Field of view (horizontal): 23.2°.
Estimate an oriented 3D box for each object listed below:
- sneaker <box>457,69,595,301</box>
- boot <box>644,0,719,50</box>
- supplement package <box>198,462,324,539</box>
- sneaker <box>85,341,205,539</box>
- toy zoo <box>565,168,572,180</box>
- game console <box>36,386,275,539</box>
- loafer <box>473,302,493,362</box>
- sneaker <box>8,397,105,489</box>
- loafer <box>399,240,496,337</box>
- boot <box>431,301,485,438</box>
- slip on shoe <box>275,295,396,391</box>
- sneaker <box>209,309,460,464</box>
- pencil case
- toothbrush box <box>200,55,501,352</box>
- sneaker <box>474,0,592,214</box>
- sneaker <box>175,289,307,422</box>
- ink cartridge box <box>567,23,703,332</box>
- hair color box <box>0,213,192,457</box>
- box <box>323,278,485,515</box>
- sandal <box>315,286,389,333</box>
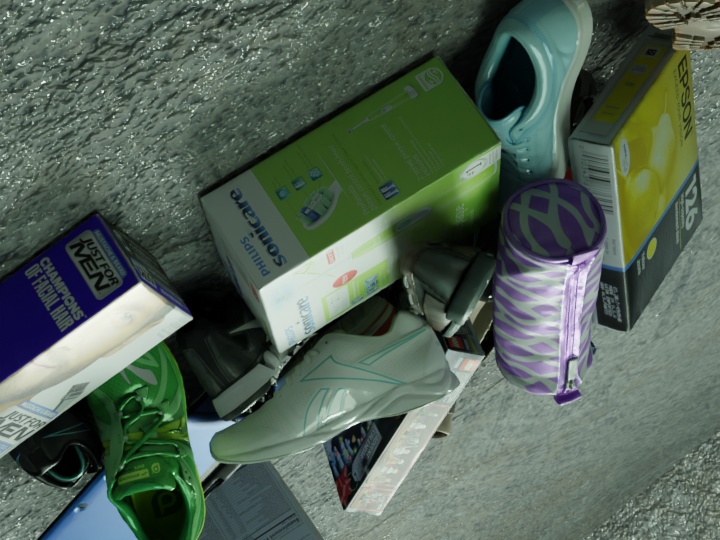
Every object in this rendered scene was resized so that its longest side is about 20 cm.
[{"bbox_3d":[0.117,-0.076,1.389,0.200,0.079,0.075,-62,165,13],"label":"sneaker"},{"bbox_3d":[0.251,-0.217,1.259,0.075,0.107,0.200,-5,171,21],"label":"boot"},{"bbox_3d":[-0.107,0.285,1.702,0.147,0.200,0.191,-33,160,-5],"label":"supplement package"},{"bbox_3d":[-0.156,0.125,1.283,0.074,0.200,0.084,-18,-161,0],"label":"sneaker"},{"bbox_3d":[0.163,-0.068,1.500,0.200,0.020,0.131,-28,177,29],"label":"toy zoo"},{"bbox_3d":[-0.170,0.143,1.455,0.118,0.171,0.200,30,123,-23],"label":"game console"},{"bbox_3d":[0.156,0.018,1.705,0.200,0.067,0.076,-44,159,25],"label":"loafer"},{"bbox_3d":[-0.230,0.133,1.326,0.075,0.079,0.200,-37,162,3],"label":"sneaker"},{"bbox_3d":[0.059,0.004,1.287,0.072,0.063,0.200,-62,178,-4],"label":"loafer"},{"bbox_3d":[0.069,0.070,1.526,0.070,0.146,0.200,13,157,-22],"label":"boot"},{"bbox_3d":[-0.022,0.084,1.463,0.200,0.061,0.074,-34,-166,50],"label":"slip on shoe"},{"bbox_3d":[-0.028,0.092,1.362,0.200,0.080,0.070,-22,-179,-1],"label":"sneaker"},{"bbox_3d":[0.143,0.019,1.333,0.084,0.086,0.200,-17,143,-7],"label":"pencil case"},{"bbox_3d":[-0.003,-0.045,1.269,0.200,0.086,0.146,-30,161,-8],"label":"toothbrush box"},{"bbox_3d":[0.107,-0.112,1.270,0.082,0.074,0.200,-31,141,-36],"label":"sneaker"},{"bbox_3d":[-0.096,0.046,1.357,0.066,0.091,0.200,-38,-174,14],"label":"sneaker"},{"bbox_3d":[0.231,-0.087,1.382,0.200,0.047,0.198,-50,142,-33],"label":"ink cartridge box"},{"bbox_3d":[-0.222,0.055,1.178,0.200,0.065,0.109,-37,160,2],"label":"hair color box"},{"bbox_3d":[0.026,0.091,1.486,0.040,0.137,0.200,10,128,-28],"label":"box"},{"bbox_3d":[0.000,0.000,1.440,0.076,0.043,0.200,-23,158,-32],"label":"sandal"}]
